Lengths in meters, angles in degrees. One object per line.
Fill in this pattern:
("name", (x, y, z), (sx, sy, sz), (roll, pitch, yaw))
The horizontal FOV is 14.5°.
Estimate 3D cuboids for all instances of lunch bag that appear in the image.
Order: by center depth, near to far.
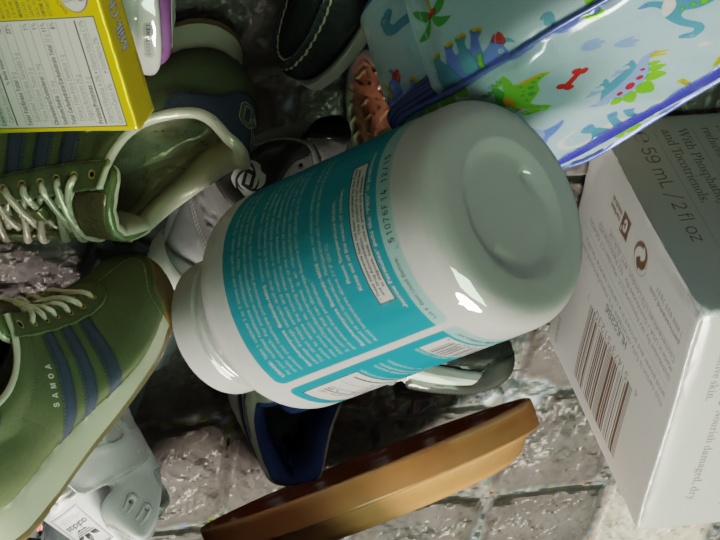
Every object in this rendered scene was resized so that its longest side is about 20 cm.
("lunch bag", (0.116, -0.122, 1.350), (0.200, 0.083, 0.161), (-29, 156, 30))

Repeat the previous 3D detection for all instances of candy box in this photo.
("candy box", (-0.167, -0.153, 1.300), (0.102, 0.026, 0.201), (2, 124, 25))

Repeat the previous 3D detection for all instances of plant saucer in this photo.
("plant saucer", (0.008, 0.121, 1.590), (0.200, 0.032, 0.200), (-22, 178, -1))

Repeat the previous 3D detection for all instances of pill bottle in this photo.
("pill bottle", (0.000, 0.000, 1.346), (0.111, 0.111, 0.200), (27, 145, -37))

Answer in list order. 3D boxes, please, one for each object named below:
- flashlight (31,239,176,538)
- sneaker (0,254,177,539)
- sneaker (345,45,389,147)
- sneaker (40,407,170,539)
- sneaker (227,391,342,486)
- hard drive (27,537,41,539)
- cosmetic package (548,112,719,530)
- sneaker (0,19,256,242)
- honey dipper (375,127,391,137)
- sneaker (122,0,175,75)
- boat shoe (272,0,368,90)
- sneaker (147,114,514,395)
("flashlight", (-0.154, 0.073, 1.557), (0.067, 0.068, 0.201), (8, 123, -22))
("sneaker", (-0.156, 0.039, 1.344), (0.067, 0.200, 0.090), (-8, 125, 35))
("sneaker", (0.052, -0.053, 1.519), (0.080, 0.071, 0.200), (-33, 131, -17))
("sneaker", (-0.167, 0.105, 1.420), (0.075, 0.115, 0.200), (-30, -178, 33))
("sneaker", (-0.028, 0.030, 1.544), (0.075, 0.088, 0.201), (-7, 132, -13))
("hard drive", (-0.077, 0.175, 1.524), (0.199, 0.043, 0.135), (2, 168, 30))
("cosmetic package", (0.233, 0.022, 1.579), (0.199, 0.168, 0.167), (-5, 132, -18))
("sneaker", (-0.142, -0.048, 1.414), (0.200, 0.090, 0.067), (-26, 137, 4))
("honey dipper", (0.088, -0.080, 1.473), (0.200, 0.038, 0.038), (-21, 142, -40))
("sneaker", (-0.140, -0.172, 1.323), (0.099, 0.075, 0.201), (-3, 127, -1))
("boat shoe", (-0.007, -0.181, 1.372), (0.060, 0.076, 0.201), (11, 115, -29))
("sneaker", (-0.005, -0.016, 1.451), (0.199, 0.075, 0.116), (19, 107, 4))
